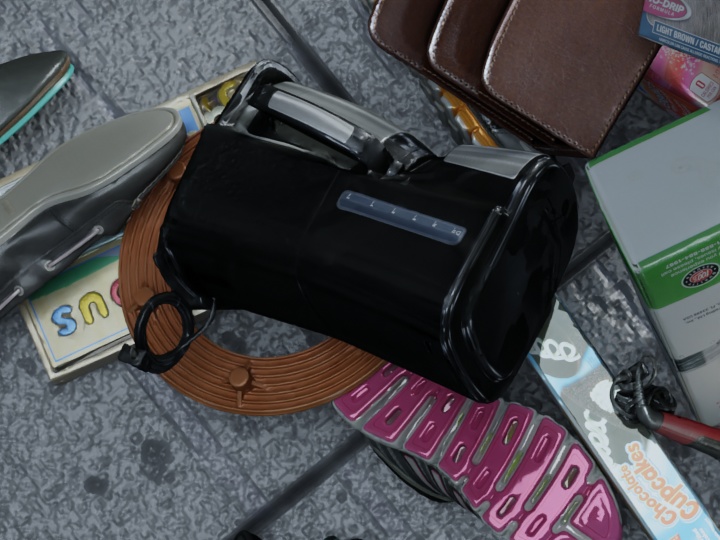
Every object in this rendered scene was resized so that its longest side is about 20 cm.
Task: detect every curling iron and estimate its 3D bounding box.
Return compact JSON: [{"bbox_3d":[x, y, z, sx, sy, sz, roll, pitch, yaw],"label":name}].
[{"bbox_3d":[0.219,0.095,1.604,0.026,0.200,0.050,-38,43,37],"label":"curling iron"}]

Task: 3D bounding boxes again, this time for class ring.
[{"bbox_3d":[-0.052,-0.011,1.669,0.200,0.019,0.201,-5,67,13],"label":"ring"}]

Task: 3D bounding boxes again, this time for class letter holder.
[{"bbox_3d":[0.111,-0.184,1.563,0.142,0.101,0.200,32,87,-11],"label":"letter holder"}]

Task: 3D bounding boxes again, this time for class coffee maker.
[{"bbox_3d":[0.000,0.000,1.570,0.200,0.135,0.192,21,94,29],"label":"coffee maker"}]

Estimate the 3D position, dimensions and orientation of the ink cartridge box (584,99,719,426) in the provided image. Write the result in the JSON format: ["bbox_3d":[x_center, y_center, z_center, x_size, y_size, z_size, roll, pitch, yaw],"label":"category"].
[{"bbox_3d":[0.225,-0.011,1.590,0.146,0.200,0.083,-25,56,2],"label":"ink cartridge box"}]

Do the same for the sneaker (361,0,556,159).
[{"bbox_3d":[0.070,-0.130,1.693,0.077,0.078,0.200,-32,79,-4],"label":"sneaker"}]

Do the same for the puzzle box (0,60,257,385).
[{"bbox_3d":[-0.126,-0.028,1.727,0.200,0.025,0.133,-25,81,3],"label":"puzzle box"}]

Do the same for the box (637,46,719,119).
[{"bbox_3d":[0.226,-0.193,1.671,0.103,0.095,0.200,37,88,11],"label":"box"}]

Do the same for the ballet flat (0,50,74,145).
[{"bbox_3d":[-0.264,-0.074,1.722,0.068,0.068,0.200,41,88,-16],"label":"ballet flat"}]

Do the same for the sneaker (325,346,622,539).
[{"bbox_3d":[0.073,0.112,1.650,0.200,0.087,0.074,31,82,20],"label":"sneaker"}]

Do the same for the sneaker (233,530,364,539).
[{"bbox_3d":[0.009,0.198,1.656,0.200,0.075,0.079,3,81,7],"label":"sneaker"}]

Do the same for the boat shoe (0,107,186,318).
[{"bbox_3d":[-0.185,-0.028,1.698,0.200,0.067,0.057,-32,124,1],"label":"boat shoe"}]

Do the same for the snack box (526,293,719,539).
[{"bbox_3d":[0.152,0.100,1.630,0.037,0.116,0.200,-34,80,2],"label":"snack box"}]

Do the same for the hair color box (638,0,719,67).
[{"bbox_3d":[0.252,-0.150,1.528,0.100,0.200,0.061,26,115,36],"label":"hair color box"}]
